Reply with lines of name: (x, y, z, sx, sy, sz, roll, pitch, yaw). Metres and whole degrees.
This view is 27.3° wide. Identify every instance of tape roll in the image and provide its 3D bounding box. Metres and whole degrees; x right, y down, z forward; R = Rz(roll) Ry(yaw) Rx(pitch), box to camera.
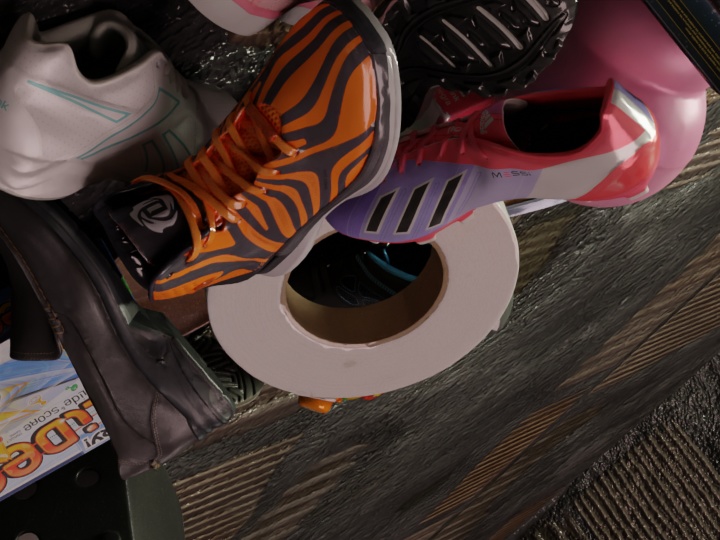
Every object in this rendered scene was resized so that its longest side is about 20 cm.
tape roll: (0.000, 0.000, 0.933, 0.201, 0.037, 0.204, -7, 134, -7)

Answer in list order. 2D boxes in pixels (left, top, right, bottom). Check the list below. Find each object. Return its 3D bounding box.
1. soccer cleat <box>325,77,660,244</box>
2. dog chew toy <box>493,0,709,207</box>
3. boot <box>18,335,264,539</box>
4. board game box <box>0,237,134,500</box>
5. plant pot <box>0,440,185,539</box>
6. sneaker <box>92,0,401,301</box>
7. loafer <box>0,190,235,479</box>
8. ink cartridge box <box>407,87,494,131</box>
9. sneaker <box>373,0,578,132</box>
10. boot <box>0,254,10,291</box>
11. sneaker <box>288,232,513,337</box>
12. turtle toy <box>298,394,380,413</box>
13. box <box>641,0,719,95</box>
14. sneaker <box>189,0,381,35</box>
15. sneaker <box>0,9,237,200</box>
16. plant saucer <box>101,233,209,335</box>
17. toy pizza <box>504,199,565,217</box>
soccer cleat: (0.061, -0.062, 0.791, 0.199, 0.067, 0.076, -7, 149, 27)
dog chew toy: (0.158, -0.136, 0.836, 0.124, 0.124, 0.201, -14, 139, -50)
boot: (-0.185, 0.142, 1.179, 0.181, 0.073, 0.201, -6, 142, -32)
board game box: (-0.209, 0.077, 0.835, 0.199, 0.035, 0.136, -30, 147, -10)
plant pot: (-0.218, 0.203, 1.028, 0.198, 0.200, 0.178, -8, 137, -9)
sneaker: (-0.058, -0.042, 0.702, 0.112, 0.078, 0.200, -22, 156, -36)
loafer: (-0.150, 0.021, 0.749, 0.072, 0.200, 0.073, -40, -168, -4)
ink cartridge box: (0.095, -0.127, 0.992, 0.199, 0.084, 0.146, -26, 160, -25)
sneaker: (0.048, -0.133, 0.773, 0.080, 0.074, 0.200, -55, -161, -20)
boot: (-0.260, 0.057, 0.852, 0.199, 0.070, 0.147, -30, 155, -22)
sneaker: (0.010, -0.008, 1.050, 0.082, 0.199, 0.074, 58, 46, -49)
turtle toy: (0.006, 0.054, 1.259, 0.199, 0.101, 0.146, -16, 154, -46)
box: (0.171, -0.209, 0.741, 0.136, 0.200, 0.038, -39, -175, 13)
sneaker: (-0.021, -0.166, 0.692, 0.104, 0.076, 0.200, -38, 170, 20)
sneaker: (-0.113, -0.085, 0.744, 0.200, 0.070, 0.081, -13, 136, -60)
plant saucer: (-0.109, -0.017, 0.975, 0.200, 0.037, 0.201, -32, 161, -12)
toy pizza: (0.103, -0.067, 1.118, 0.199, 0.032, 0.200, -14, -171, 2)
